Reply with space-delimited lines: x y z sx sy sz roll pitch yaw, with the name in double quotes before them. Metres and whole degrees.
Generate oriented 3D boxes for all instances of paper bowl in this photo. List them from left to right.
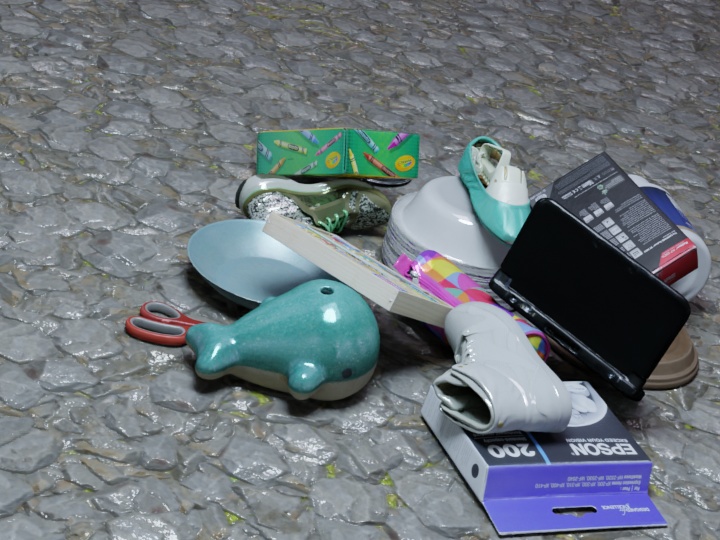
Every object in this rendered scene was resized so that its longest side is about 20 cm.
"paper bowl" 0.131 -0.042 1.840 0.198 0.105 0.201 12 26 -6

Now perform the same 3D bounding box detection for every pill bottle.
"pill bottle" 0.372 -0.045 1.951 0.110 0.112 0.201 7 27 -13

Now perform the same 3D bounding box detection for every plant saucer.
"plant saucer" -0.102 0.005 1.708 0.198 0.039 0.202 11 26 -6
"plant saucer" 0.310 0.074 1.787 0.197 0.030 0.201 12 27 -6

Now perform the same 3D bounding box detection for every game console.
"game console" 0.251 0.035 1.627 0.199 0.117 0.176 39 2 16

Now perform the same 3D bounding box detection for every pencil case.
"pencil case" 0.119 0.054 1.672 0.088 0.089 0.200 -11 36 -40

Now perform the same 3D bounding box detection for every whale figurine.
"whale figurine" -0.076 0.064 1.534 0.197 0.105 0.160 0 33 -18

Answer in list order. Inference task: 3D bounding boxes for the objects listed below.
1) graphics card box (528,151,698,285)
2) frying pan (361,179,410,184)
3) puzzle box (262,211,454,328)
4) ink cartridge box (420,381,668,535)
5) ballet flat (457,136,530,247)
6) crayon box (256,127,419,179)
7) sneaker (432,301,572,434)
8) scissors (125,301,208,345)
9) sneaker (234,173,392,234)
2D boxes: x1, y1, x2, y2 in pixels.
"graphics card box" 0.304 -0.045 1.834 0.125 0.051 0.200 -32 51 -7
"frying pan" -0.004 -0.143 2.052 0.114 0.031 0.189 29 28 30
"puzzle box" 0.000 0.000 1.632 0.199 0.026 0.133 32 8 34
"ink cartridge box" 0.187 0.182 1.507 0.196 0.044 0.200 1 31 -25
"ballet flat" 0.161 -0.102 1.776 0.066 0.071 0.201 6 29 -17
"crayon box" -0.031 -0.147 1.911 0.118 0.059 0.199 0 3 -37
"sneaker" 0.114 0.094 1.514 0.114 0.074 0.200 -1 29 -32
"scissors" -0.149 0.072 1.590 0.198 0.014 0.073 15 24 -1
"sneaker" -0.053 -0.059 1.841 0.197 0.077 0.089 2 48 -16
